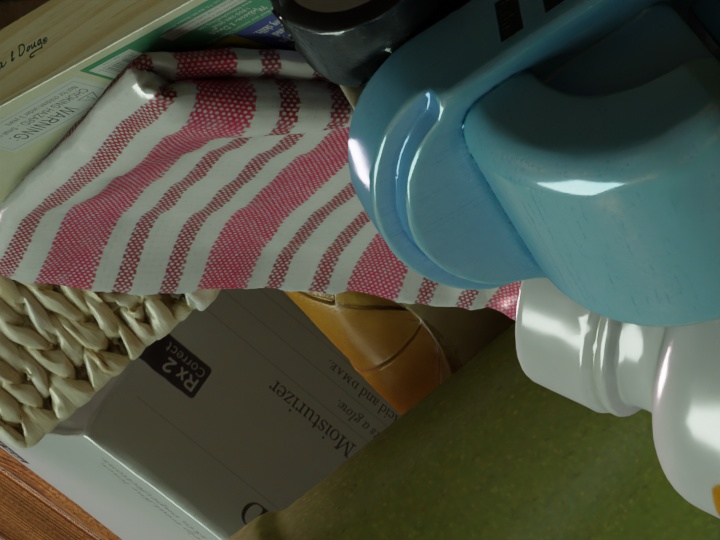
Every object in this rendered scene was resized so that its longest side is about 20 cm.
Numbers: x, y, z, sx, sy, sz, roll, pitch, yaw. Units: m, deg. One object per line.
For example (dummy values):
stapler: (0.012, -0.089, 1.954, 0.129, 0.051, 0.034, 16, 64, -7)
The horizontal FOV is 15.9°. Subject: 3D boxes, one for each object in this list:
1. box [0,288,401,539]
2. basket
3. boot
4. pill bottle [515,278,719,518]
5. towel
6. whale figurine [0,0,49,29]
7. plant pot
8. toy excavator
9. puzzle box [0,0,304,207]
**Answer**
box: (-0.060, 0.084, 1.283, 0.199, 0.131, 0.200, 40, 164, -19)
basket: (-0.172, -0.031, 1.114, 0.136, 0.123, 0.200, 48, 174, -39)
boot: (-0.001, 0.000, 1.049, 0.144, 0.071, 0.201, 29, 161, 44)
pill bottle: (0.147, 0.028, 0.682, 0.199, 0.111, 0.111, 23, 161, 24)
towel: (-0.001, -0.022, 0.774, 0.199, 0.030, 0.146, 2, 159, -24)
whale figurine: (-0.068, -0.095, 0.824, 0.158, 0.104, 0.200, 2, 166, -20)
plant pot: (0.062, 0.112, 0.952, 0.200, 0.184, 0.200, 42, -174, -5)
toy excavator: (0.102, -0.036, 0.608, 0.200, 0.194, 0.100, 59, -177, 39)
puzzle box: (-0.048, -0.050, 0.761, 0.200, 0.026, 0.133, -23, 155, 38)
